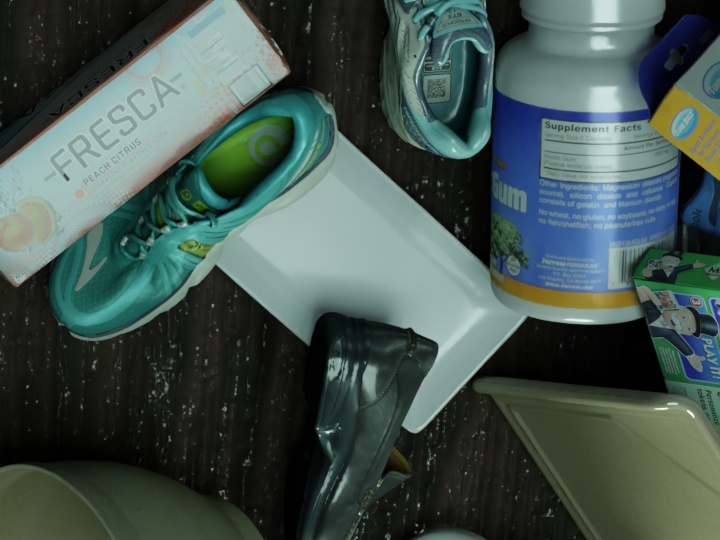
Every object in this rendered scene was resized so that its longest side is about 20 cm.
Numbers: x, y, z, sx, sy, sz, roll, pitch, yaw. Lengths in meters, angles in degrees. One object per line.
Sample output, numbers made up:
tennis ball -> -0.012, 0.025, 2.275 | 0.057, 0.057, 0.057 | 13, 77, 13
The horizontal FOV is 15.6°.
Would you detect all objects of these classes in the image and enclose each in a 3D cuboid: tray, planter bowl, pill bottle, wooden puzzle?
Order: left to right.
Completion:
planter bowl -> -0.131, 0.201, 1.525 | 0.135, 0.200, 0.201 | -9, 114, -42
tray -> 0.000, 0.000, 1.569 | 0.107, 0.022, 0.200 | -46, 115, 4
pill bottle -> 0.132, -0.079, 1.531 | 0.112, 0.112, 0.200 | -5, 110, -14
wooden puzzle -> 0.180, 0.131, 1.591 | 0.037, 0.185, 0.200 | -51, 119, -23

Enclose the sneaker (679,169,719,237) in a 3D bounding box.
sneaker -> 0.226, -0.118, 1.551 | 0.078, 0.066, 0.200 | 4, 81, 14

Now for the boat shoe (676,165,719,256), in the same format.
boat shoe -> 0.217, 0.027, 1.633 | 0.062, 0.073, 0.200 | 17, 118, 23

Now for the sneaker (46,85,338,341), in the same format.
sneaker -> -0.101, -0.038, 1.483 | 0.200, 0.080, 0.078 | -40, 86, 5

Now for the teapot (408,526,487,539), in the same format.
teapot -> 0.090, 0.289, 1.629 | 0.146, 0.200, 0.198 | -13, 135, 18

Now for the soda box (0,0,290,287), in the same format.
soda box -> -0.138, -0.081, 1.473 | 0.200, 0.068, 0.064 | -38, 110, -1

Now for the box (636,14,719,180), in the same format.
box -> 0.251, -0.074, 1.456 | 0.200, 0.119, 0.041 | 40, 137, 4

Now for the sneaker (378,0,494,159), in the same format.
sneaker -> 0.048, -0.157, 1.491 | 0.077, 0.086, 0.200 | -15, 113, -11

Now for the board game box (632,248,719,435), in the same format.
board game box -> 0.244, 0.076, 1.522 | 0.029, 0.134, 0.200 | -56, 140, -36

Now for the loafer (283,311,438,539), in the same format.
loafer -> -0.003, 0.121, 1.573 | 0.072, 0.073, 0.200 | 5, 121, -12
